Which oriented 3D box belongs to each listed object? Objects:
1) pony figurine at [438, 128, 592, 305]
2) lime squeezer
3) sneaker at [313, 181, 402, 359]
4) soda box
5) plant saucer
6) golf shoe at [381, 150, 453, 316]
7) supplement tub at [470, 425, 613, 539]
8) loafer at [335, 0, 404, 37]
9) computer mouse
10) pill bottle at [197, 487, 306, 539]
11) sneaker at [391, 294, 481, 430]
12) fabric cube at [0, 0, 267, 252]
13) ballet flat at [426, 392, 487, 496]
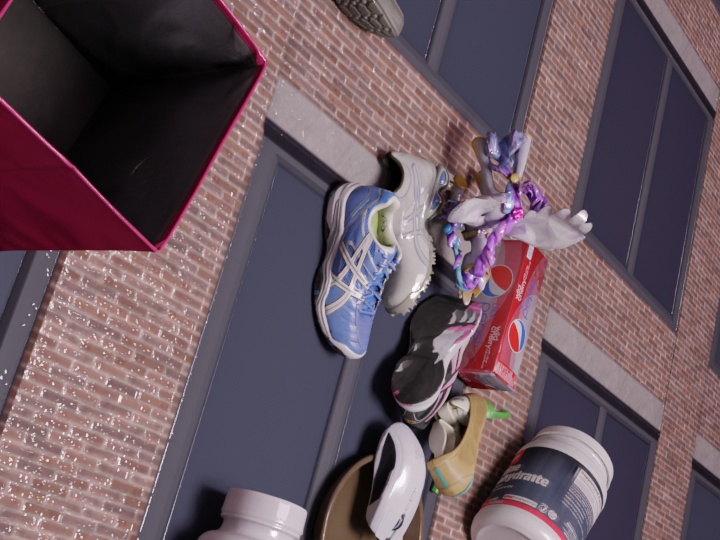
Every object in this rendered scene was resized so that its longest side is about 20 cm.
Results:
[{"bbox_3d":[0.170,-0.075,1.345,0.166,0.193,0.200,16,60,-19],"label":"pony figurine"},{"bbox_3d":[0.146,0.215,1.452,0.200,0.038,0.071,-37,150,-46],"label":"lime squeezer"},{"bbox_3d":[0.000,0.000,1.215,0.076,0.077,0.200,1,91,-54],"label":"sneaker"},{"bbox_3d":[0.188,0.059,1.463,0.063,0.070,0.200,42,58,-45],"label":"soda box"},{"bbox_3d":[0.008,0.313,1.271,0.200,0.029,0.200,-1,91,-51],"label":"plant saucer"},{"bbox_3d":[0.040,-0.047,1.288,0.097,0.078,0.200,25,64,-31],"label":"golf shoe"},{"bbox_3d":[0.252,0.323,1.495,0.200,0.140,0.140,-46,125,-42],"label":"supplement tub"},{"bbox_3d":[-0.008,-0.340,1.204,0.200,0.070,0.070,48,63,-41],"label":"loafer"},{"bbox_3d":[0.040,0.275,1.254,0.110,0.044,0.200,26,71,-49],"label":"computer mouse"},{"bbox_3d":[-0.118,0.316,1.041,0.112,0.112,0.200,38,62,-46],"label":"pill bottle"},{"bbox_3d":[0.089,0.114,1.352,0.200,0.080,0.086,-52,152,-40],"label":"sneaker"},{"bbox_3d":[-0.231,-0.146,0.817,0.200,0.199,0.196,51,54,-40],"label":"fabric cube"},{"bbox_3d":[0.117,0.196,1.348,0.063,0.069,0.200,50,23,-16],"label":"ballet flat"}]
